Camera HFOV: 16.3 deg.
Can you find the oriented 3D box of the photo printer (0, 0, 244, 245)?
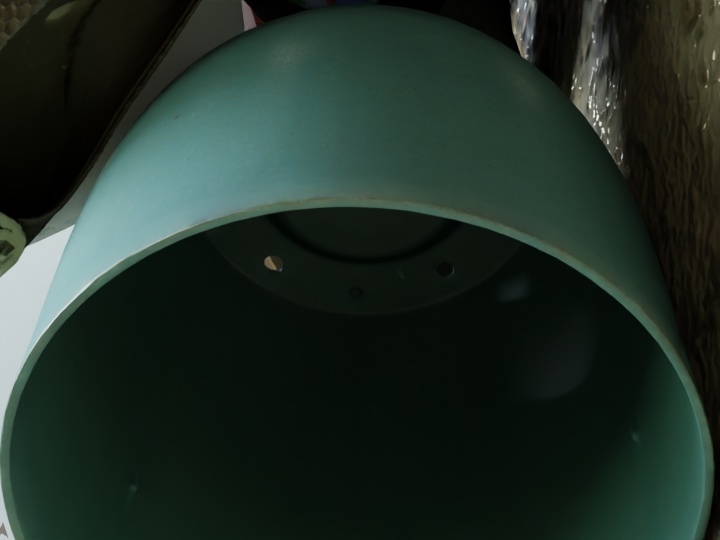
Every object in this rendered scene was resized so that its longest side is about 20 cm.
[{"bbox_3d":[-0.117,-0.093,0.785,0.069,0.166,0.201,41,148,40],"label":"photo printer"}]

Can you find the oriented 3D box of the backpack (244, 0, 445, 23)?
[{"bbox_3d":[0.029,-0.172,0.783,0.163,0.154,0.200,-48,14,-18],"label":"backpack"}]

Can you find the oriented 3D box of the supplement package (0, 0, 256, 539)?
[{"bbox_3d":[-0.106,0.001,1.072,0.155,0.111,0.201,-14,98,36],"label":"supplement package"}]

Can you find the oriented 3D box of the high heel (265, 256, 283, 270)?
[{"bbox_3d":[0.000,0.000,0.973,0.096,0.067,0.200,-52,-35,-21],"label":"high heel"}]

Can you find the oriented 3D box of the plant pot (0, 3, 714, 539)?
[{"bbox_3d":[0.001,0.014,0.766,0.161,0.200,0.201,-88,7,-53],"label":"plant pot"}]

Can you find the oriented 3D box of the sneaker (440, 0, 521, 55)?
[{"bbox_3d":[0.030,-0.142,0.922,0.201,0.090,0.076,68,165,-7],"label":"sneaker"}]

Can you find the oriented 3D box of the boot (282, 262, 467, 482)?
[{"bbox_3d":[0.002,0.108,0.919,0.174,0.069,0.201,95,-179,-61],"label":"boot"}]

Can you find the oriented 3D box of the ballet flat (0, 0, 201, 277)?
[{"bbox_3d":[-0.080,-0.067,0.745,0.200,0.067,0.046,-53,52,10],"label":"ballet flat"}]

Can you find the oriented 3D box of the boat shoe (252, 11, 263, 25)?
[{"bbox_3d":[-0.016,-0.131,1.052,0.200,0.069,0.074,120,151,-69],"label":"boat shoe"}]
